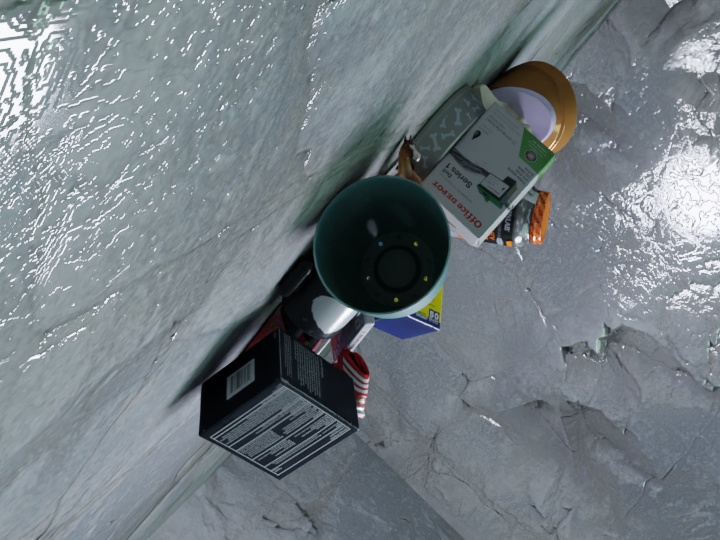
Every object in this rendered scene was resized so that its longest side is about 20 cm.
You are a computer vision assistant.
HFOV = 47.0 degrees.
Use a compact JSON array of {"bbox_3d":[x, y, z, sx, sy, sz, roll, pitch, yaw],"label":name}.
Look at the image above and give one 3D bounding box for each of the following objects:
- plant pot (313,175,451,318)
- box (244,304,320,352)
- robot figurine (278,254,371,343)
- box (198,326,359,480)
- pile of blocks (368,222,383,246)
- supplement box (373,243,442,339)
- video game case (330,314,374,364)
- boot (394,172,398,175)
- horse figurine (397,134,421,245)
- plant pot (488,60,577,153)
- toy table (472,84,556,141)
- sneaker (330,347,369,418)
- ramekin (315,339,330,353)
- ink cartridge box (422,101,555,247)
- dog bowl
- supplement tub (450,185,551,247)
[{"bbox_3d":[0.043,-0.019,1.239,0.201,0.200,0.161,-47,163,-2],"label":"plant pot"},{"bbox_3d":[-0.154,0.154,1.602,0.200,0.100,0.095,-50,174,26],"label":"box"},{"bbox_3d":[-0.054,0.036,1.398,0.200,0.125,0.150,-47,174,27],"label":"robot figurine"},{"bbox_3d":[-0.141,0.234,1.428,0.199,0.198,0.124,-35,-143,22],"label":"box"},{"bbox_3d":[0.048,-0.040,1.401,0.062,0.082,0.201,-31,148,-11],"label":"pile of blocks"},{"bbox_3d":[0.090,0.016,1.620,0.109,0.108,0.203,-19,-124,45],"label":"supplement box"},{"bbox_3d":[-0.028,0.051,1.579,0.023,0.202,0.183,2,150,-22],"label":"video game case"},{"bbox_3d":[0.023,-0.094,1.491,0.144,0.071,0.202,-41,167,-20],"label":"boot"},{"bbox_3d":[0.087,-0.107,1.364,0.049,0.133,0.201,-22,151,-12],"label":"horse figurine"},{"bbox_3d":[0.326,-0.322,1.708,0.139,0.201,0.201,-21,158,-41],"label":"plant pot"},{"bbox_3d":[0.262,-0.274,1.594,0.198,0.186,0.117,-11,-165,43],"label":"toy table"},{"bbox_3d":[-0.050,0.198,1.565,0.078,0.198,0.117,20,86,-48],"label":"sneaker"},{"bbox_3d":[-0.142,0.168,1.760,0.201,0.097,0.200,-51,179,-1],"label":"ramekin"},{"bbox_3d":[0.218,-0.164,1.445,0.200,0.146,0.084,-48,172,-3],"label":"ink cartridge box"},{"bbox_3d":[0.150,-0.237,1.490,0.200,0.059,0.200,-47,175,-6],"label":"dog bowl"},{"bbox_3d":[0.249,-0.113,1.547,0.122,0.197,0.124,10,90,-71],"label":"supplement tub"}]
